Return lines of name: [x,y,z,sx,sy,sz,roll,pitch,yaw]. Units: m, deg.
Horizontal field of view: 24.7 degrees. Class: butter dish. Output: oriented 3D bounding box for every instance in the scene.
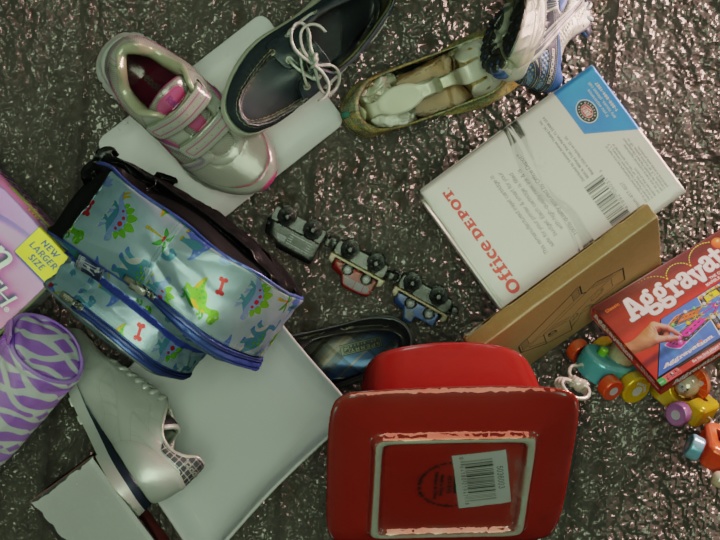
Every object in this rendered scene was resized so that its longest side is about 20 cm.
butter dish: [0.070,0.125,1.370,0.199,0.148,0.200,0,134,-2]

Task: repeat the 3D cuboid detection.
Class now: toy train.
toy train: [0.000,0.000,1.544,0.200,0.034,0.046,28,94,-3]
toy train: [0.280,0.115,1.503,0.200,0.150,0.056,28,112,1]

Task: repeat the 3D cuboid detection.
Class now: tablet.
tablet: [-0.131,-0.130,1.543,0.200,0.014,0.130,-38,94,0]

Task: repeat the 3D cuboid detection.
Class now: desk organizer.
desk organizer: [-0.212,0.266,1.523,0.072,0.077,0.200,-36,93,-1]

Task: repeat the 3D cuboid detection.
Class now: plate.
plate: [-0.124,0.129,1.500,0.200,0.032,0.200,-46,62,9]

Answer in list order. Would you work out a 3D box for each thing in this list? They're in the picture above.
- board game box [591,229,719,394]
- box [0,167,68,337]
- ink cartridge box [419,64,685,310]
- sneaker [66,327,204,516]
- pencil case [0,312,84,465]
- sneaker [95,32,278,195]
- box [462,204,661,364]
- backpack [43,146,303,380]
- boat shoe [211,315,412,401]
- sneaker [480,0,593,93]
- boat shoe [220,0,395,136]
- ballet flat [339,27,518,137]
board game box: [0.323,0.025,1.516,0.200,0.019,0.103,-30,58,-16]
box: [-0.384,-0.005,1.495,0.200,0.097,0.176,-43,93,-1]
ink cartridge box: [0.173,-0.069,1.518,0.200,0.084,0.146,-35,87,0]
sneaker: [-0.215,0.126,1.497,0.080,0.076,0.200,-32,64,-3]
pencil case: [-0.332,0.122,1.475,0.085,0.084,0.200,30,120,-28]
sneaker: [-0.161,-0.139,1.490,0.200,0.088,0.081,37,90,-4]
box: [0.188,0.029,1.493,0.200,0.164,0.021,-37,70,-1]
backpack: [-0.160,0.011,1.427,0.200,0.183,0.147,33,92,14]
boat shoe: [-0.047,0.091,1.528,0.199,0.066,0.070,-13,92,-1]
sneaker: [0.176,-0.252,1.521,0.085,0.077,0.201,28,73,-27]
boat shoe: [-0.043,-0.195,1.487,0.200,0.062,0.075,-41,111,-24]
ballet flat: [0.077,-0.174,1.524,0.199,0.071,0.071,-21,93,-2]
